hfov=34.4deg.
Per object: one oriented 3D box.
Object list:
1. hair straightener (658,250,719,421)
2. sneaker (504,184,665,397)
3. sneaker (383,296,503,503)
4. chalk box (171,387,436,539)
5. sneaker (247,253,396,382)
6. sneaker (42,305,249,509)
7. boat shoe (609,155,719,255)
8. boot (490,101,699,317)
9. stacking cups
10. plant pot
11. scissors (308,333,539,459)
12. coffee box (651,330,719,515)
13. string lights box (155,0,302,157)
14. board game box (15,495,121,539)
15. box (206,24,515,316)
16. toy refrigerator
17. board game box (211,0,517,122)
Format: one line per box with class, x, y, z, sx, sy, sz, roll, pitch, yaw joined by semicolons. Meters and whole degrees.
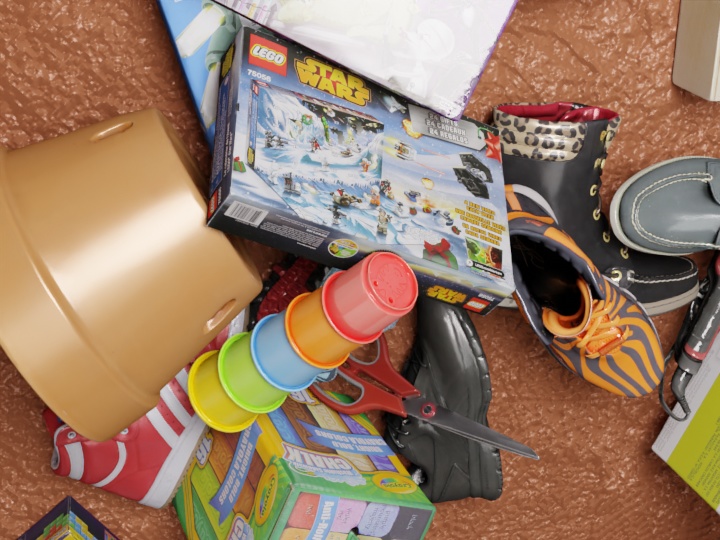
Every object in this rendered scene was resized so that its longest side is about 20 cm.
hair straightener;0.286;0.027;0.928;0.041;0.077;0.201;22;82;5
sneaker;0.151;0.035;0.815;0.078;0.112;0.200;-42;108;13
sneaker;0.058;0.104;0.915;0.090;0.076;0.201;-11;112;-3
chalk box;-0.040;0.182;0.841;0.123;0.200;0.125;16;107;-30
sneaker;0.000;0.000;0.867;0.200;0.079;0.095;-48;132;6
sneaker;-0.162;0.080;0.854;0.112;0.071;0.201;19;108;-22
boat shoe;0.280;-0.049;0.852;0.199;0.062;0.073;-4;93;-18
boot;0.174;-0.046;0.884;0.198;0.073;0.152;3;110;-8
stacking cups;-0.036;0.042;0.742;0.060;0.061;0.200;33;137;-22
plant pot;-0.156;-0.012;0.750;0.140;0.200;0.201;-31;115;-1
scissors;0.037;0.105;0.859;0.073;0.200;0.014;-47;147;-9
coffee box;0.397;0.134;0.918;0.199;0.198;0.201;20;105;-30
string lights box;-0.071;-0.143;0.793;0.102;0.059;0.201;-21;114;-7
board game box;-0.249;0.303;0.930;0.200;0.057;0.165;-39;112;4
box;0.003;-0.062;0.741;0.199;0.138;0.040;19;141;-24
toy refrigerator;0.283;-0.228;0.837;0.075;0.070;0.201;-3;112;-12
board game box;-0.002;-0.189;0.724;0.199;0.032;0.121;25;94;-8
